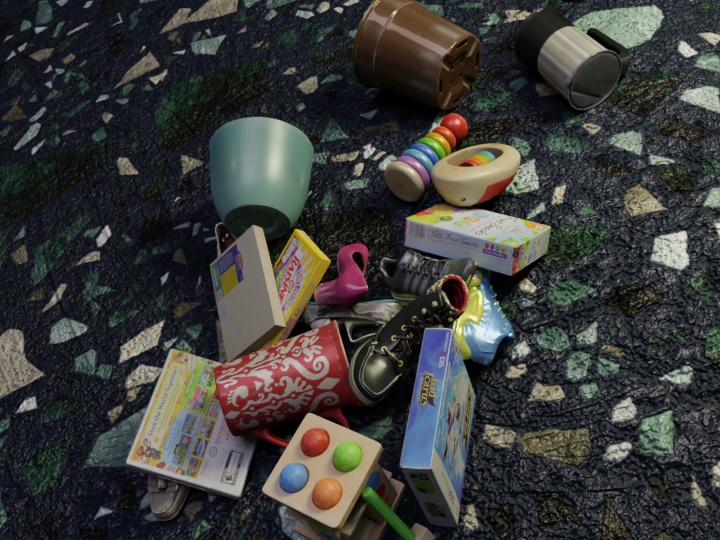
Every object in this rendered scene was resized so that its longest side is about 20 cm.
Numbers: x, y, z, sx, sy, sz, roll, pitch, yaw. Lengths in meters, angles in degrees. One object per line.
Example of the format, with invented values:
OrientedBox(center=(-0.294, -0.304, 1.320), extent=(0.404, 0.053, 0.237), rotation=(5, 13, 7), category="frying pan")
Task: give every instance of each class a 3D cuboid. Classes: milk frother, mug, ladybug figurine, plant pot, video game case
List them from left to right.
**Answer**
OrientedBox(center=(-0.245, 0.236, 1.278), extent=(0.179, 0.023, 0.202), rotation=(17, 56, -2), category="video game case")
OrientedBox(center=(-0.187, -0.155, 1.513), extent=(0.197, 0.201, 0.164), rotation=(-8, 60, 15), category="plant pot")
OrientedBox(center=(-0.107, 0.185, 1.227), extent=(0.197, 0.134, 0.179), rotation=(-16, 53, -3), category="mug")
OrientedBox(center=(0.119, -0.422, 1.617), extent=(0.197, 0.201, 0.201), rotation=(32, 68, 28), category="plant pot")
OrientedBox(center=(0.110, 0.213, 1.104), extent=(0.045, 0.182, 0.203), rotation=(1, 53, 19), category="video game case")
OrientedBox(center=(0.202, -0.164, 1.414), extent=(0.134, 0.073, 0.199), rotation=(15, 32, 40), category="ladybug figurine")
OrientedBox(center=(0.401, -0.440, 1.505), extent=(0.178, 0.202, 0.189), rotation=(-27, 48, -8), category="milk frother")

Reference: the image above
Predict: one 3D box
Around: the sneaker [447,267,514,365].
OrientedBox(center=(0.192, 0.072, 1.274), extent=(0.104, 0.076, 0.201), rotation=(26, 51, 3), category="sneaker")

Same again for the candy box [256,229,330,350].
OrientedBox(center=(-0.127, 0.041, 1.368), extent=(0.102, 0.026, 0.202), rotation=(43, 108, 43), category="candy box")

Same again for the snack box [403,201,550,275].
OrientedBox(center=(0.189, -0.057, 1.332), extent=(0.198, 0.054, 0.141), rotation=(18, 26, 31), category="snack box")

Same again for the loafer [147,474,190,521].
OrientedBox(center=(-0.298, 0.285, 1.283), extent=(0.071, 0.063, 0.203), rotation=(-6, 51, 17), category="loafer")

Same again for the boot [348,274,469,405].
OrientedBox(center=(0.071, 0.094, 1.181), extent=(0.154, 0.074, 0.204), rotation=(-43, 3, 38), category="boot")

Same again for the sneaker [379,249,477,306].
OrientedBox(center=(0.100, 0.007, 1.289), extent=(0.198, 0.081, 0.075), rotation=(-13, 40, 49), category="sneaker")

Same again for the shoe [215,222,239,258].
OrientedBox(center=(-0.234, -0.010, 1.501), extent=(0.069, 0.054, 0.202), rotation=(-24, 48, 1), category="shoe")

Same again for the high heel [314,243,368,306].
OrientedBox(center=(0.000, 0.000, 1.354), extent=(0.094, 0.068, 0.200), rotation=(-11, 15, 26), category="high heel")

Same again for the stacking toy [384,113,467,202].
OrientedBox(center=(0.130, -0.219, 1.520), extent=(0.084, 0.086, 0.200), rotation=(21, 56, 33), category="stacking toy")

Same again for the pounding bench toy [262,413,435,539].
OrientedBox(center=(-0.004, 0.303, 1.093), extent=(0.197, 0.157, 0.125), rotation=(16, 59, 30), category="pounding bench toy")

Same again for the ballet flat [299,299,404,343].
OrientedBox(center=(-0.026, 0.085, 1.339), extent=(0.197, 0.072, 0.073), rotation=(-2, 52, 21), category="ballet flat")

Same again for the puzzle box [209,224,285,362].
OrientedBox(center=(-0.196, 0.040, 1.398), extent=(0.133, 0.025, 0.203), rotation=(-37, 54, 32), category="puzzle box")
